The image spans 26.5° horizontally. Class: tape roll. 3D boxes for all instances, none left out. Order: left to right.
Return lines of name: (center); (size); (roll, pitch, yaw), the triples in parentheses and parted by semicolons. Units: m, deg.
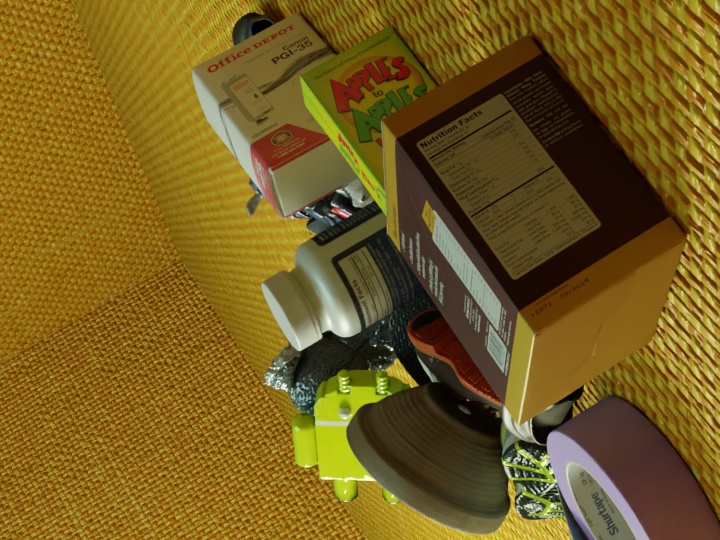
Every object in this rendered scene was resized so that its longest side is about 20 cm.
tape roll: (0.251, 0.217, 1.387); (0.201, 0.065, 0.200); (57, 170, 17)

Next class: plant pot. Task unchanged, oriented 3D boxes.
plant pot: (0.090, 0.188, 1.664); (0.199, 0.093, 0.201); (28, -163, -9)

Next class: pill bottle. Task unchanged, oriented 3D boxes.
pill bottle: (0.000, 0.000, 1.613); (0.112, 0.198, 0.111); (56, 169, 18)

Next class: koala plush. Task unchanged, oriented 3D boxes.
koala plush: (-0.022, 0.097, 1.885); (0.177, 0.201, 0.183); (46, 158, -21)

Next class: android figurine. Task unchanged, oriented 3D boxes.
android figurine: (0.008, 0.197, 1.829); (0.041, 0.179, 0.202); (-80, -9, -53)

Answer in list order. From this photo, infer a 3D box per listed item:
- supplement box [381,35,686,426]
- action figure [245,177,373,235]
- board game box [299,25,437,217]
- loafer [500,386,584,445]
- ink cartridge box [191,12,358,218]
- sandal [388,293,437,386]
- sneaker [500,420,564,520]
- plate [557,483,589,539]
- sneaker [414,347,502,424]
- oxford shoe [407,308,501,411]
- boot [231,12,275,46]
supplement box: (0.123, -0.026, 1.163); (0.201, 0.132, 0.198); (56, 169, 22)
action figure: (-0.054, -0.094, 1.805); (0.199, 0.106, 0.192); (32, 157, -31)
board game box: (0.038, -0.120, 1.392); (0.201, 0.101, 0.048); (55, 169, 26)
loafer: (0.174, 0.115, 1.445); (0.071, 0.073, 0.201); (28, 161, 30)
ink cartridge box: (-0.077, -0.171, 1.665); (0.200, 0.145, 0.083); (51, 165, 39)
sandal: (0.093, 0.112, 1.833); (0.202, 0.075, 0.048); (63, -170, -12)
sneaker: (0.195, 0.208, 1.651); (0.201, 0.074, 0.077); (71, -165, -54)
plate: (0.250, 0.294, 1.550); (0.202, 0.025, 0.201); (61, -167, -24)
sneaker: (0.123, 0.143, 1.752); (0.202, 0.075, 0.088); (61, 169, -4)
oxford shoe: (0.127, 0.109, 1.633); (0.200, 0.071, 0.073); (38, 154, 51)
boot: (-0.097, -0.217, 1.837); (0.202, 0.074, 0.097); (64, 172, -6)
